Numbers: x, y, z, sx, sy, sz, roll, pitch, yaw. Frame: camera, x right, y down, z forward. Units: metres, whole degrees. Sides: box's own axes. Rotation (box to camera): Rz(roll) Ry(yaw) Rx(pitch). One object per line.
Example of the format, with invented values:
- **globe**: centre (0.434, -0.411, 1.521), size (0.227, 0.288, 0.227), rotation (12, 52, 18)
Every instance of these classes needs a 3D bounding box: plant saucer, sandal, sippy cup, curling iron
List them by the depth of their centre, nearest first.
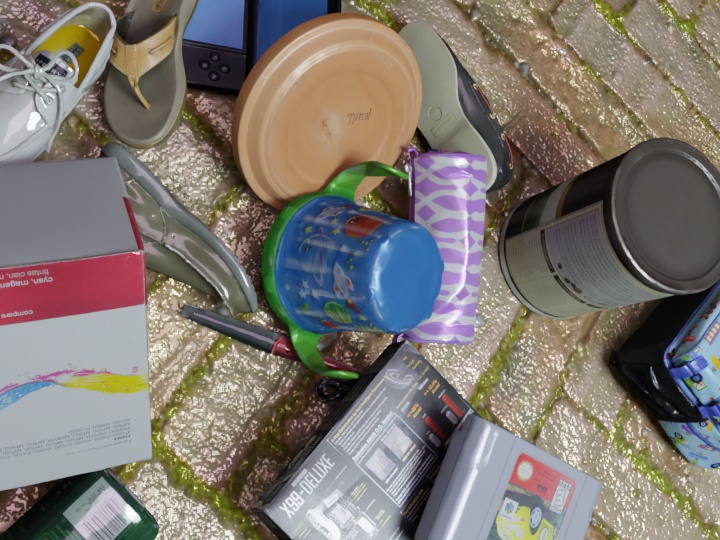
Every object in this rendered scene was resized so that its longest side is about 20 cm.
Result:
- **sippy cup**: centre (0.000, 0.000, 0.753), size (0.139, 0.130, 0.179), rotation (-28, 116, -37)
- **sandal**: centre (-0.195, -0.211, 0.755), size (0.080, 0.054, 0.202), rotation (9, 82, 12)
- **plant saucer**: centre (-0.024, -0.138, 0.775), size (0.199, 0.201, 0.032), rotation (-21, 45, -24)
- **curling iron**: centre (-0.079, 0.081, 0.788), size (0.199, 0.026, 0.050), rotation (30, 68, -14)

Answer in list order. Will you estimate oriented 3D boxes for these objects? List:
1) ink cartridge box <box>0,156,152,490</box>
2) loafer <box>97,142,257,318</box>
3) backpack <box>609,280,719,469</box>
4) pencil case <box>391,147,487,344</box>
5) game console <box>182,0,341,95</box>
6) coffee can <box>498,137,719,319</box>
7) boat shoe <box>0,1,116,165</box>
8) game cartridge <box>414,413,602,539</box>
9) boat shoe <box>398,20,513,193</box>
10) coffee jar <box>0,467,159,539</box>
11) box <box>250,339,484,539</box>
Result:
- **ink cartridge box**: centre (-0.240, 0.039, 0.619), size (0.143, 0.146, 0.201), rotation (-8, 126, -22)
- **loafer**: centre (-0.176, -0.024, 0.753), size (0.200, 0.075, 0.070), rotation (45, 80, -3)
- **backpack**: centre (0.407, 0.119, 0.917), size (0.182, 0.134, 0.200), rotation (-41, 99, -22)
- **pencil case**: centre (0.079, -0.024, 0.822), size (0.085, 0.084, 0.202), rotation (2, 91, -20)
- **game console**: centre (-0.116, -0.284, 0.792), size (0.171, 0.119, 0.202), rotation (5, 78, -21)
- **coffee can**: centre (0.254, -0.034, 0.847), size (0.145, 0.200, 0.148), rotation (4, 78, -21)
- **boat shoe**: centre (-0.253, -0.149, 0.658), size (0.074, 0.086, 0.203), rotation (39, 51, -14)
- **game cartridge**: centre (0.137, 0.222, 0.735), size (0.199, 0.041, 0.134), rotation (31, 81, -37)
- **boat shoe**: centre (0.098, -0.174, 0.889), size (0.063, 0.073, 0.203), rotation (-14, 76, -53)
- **coffee jar**: centre (-0.258, 0.244, 0.644), size (0.200, 0.104, 0.086), rotation (-43, 100, -22)
- **box**: centre (0.027, 0.188, 0.731), size (0.158, 0.050, 0.200), rotation (45, 67, -7)
